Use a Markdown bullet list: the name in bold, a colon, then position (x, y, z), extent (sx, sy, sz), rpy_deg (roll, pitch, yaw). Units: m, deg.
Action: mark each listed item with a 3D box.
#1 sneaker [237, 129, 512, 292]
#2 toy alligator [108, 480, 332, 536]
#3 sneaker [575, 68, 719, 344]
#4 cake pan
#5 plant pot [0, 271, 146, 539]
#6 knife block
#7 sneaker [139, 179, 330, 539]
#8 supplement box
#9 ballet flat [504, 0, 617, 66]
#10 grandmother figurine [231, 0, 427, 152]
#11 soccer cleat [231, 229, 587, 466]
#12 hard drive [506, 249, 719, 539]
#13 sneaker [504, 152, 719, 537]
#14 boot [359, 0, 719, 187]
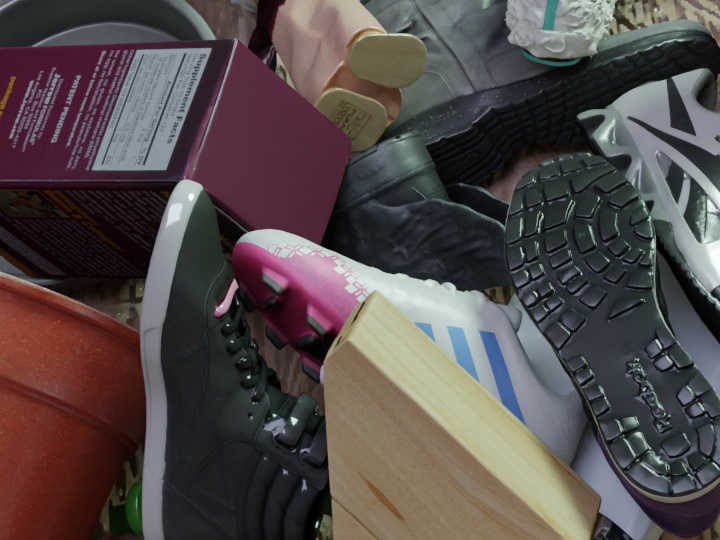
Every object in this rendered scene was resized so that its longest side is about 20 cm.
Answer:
- **sneaker**: position (0.001, -0.001, 1.580), extent (0.200, 0.060, 0.104), rpy_deg (-31, 88, 32)
- **toy alligator**: position (-0.052, 0.116, 1.534), extent (0.199, 0.054, 0.060), rpy_deg (-9, 80, 26)
- **sneaker**: position (0.188, -0.027, 1.497), extent (0.088, 0.074, 0.200), rpy_deg (-29, 57, 2)
- **cake pan**: position (-0.164, -0.074, 1.698), extent (0.200, 0.037, 0.201), rpy_deg (-8, 61, 15)
- **plant pot**: position (-0.215, 0.109, 1.543), extent (0.200, 0.201, 0.196), rpy_deg (14, 78, 25)
- **knife block**: position (0.076, 0.115, 1.426), extent (0.175, 0.201, 0.064), rpy_deg (1, 22, 12)
- **sneaker**: position (-0.053, 0.052, 1.459), extent (0.099, 0.201, 0.071), rpy_deg (6, 24, 12)
- **supplement box**: position (-0.121, -0.056, 1.558), extent (0.200, 0.110, 0.086), rpy_deg (1, 64, 38)
- **ballet flat**: position (0.118, -0.182, 1.592), extent (0.072, 0.072, 0.200), rpy_deg (-9, 33, 15)
- **grandmother figurine**: position (-0.029, -0.135, 1.638), extent (0.121, 0.061, 0.200), rpy_deg (-49, 33, 12)
- **soccer cleat**: position (0.028, 0.033, 1.494), extent (0.200, 0.070, 0.086), rpy_deg (39, 67, -4)
- **hard drive**: position (0.126, 0.055, 1.535), extent (0.132, 0.027, 0.200), rpy_deg (24, 74, 28)
- **sneaker**: position (0.124, 0.041, 1.473), extent (0.076, 0.088, 0.200), rpy_deg (-18, 62, -1)
- **boot**: position (0.088, -0.128, 1.623), extent (0.199, 0.070, 0.132), rpy_deg (-17, 54, 6)
